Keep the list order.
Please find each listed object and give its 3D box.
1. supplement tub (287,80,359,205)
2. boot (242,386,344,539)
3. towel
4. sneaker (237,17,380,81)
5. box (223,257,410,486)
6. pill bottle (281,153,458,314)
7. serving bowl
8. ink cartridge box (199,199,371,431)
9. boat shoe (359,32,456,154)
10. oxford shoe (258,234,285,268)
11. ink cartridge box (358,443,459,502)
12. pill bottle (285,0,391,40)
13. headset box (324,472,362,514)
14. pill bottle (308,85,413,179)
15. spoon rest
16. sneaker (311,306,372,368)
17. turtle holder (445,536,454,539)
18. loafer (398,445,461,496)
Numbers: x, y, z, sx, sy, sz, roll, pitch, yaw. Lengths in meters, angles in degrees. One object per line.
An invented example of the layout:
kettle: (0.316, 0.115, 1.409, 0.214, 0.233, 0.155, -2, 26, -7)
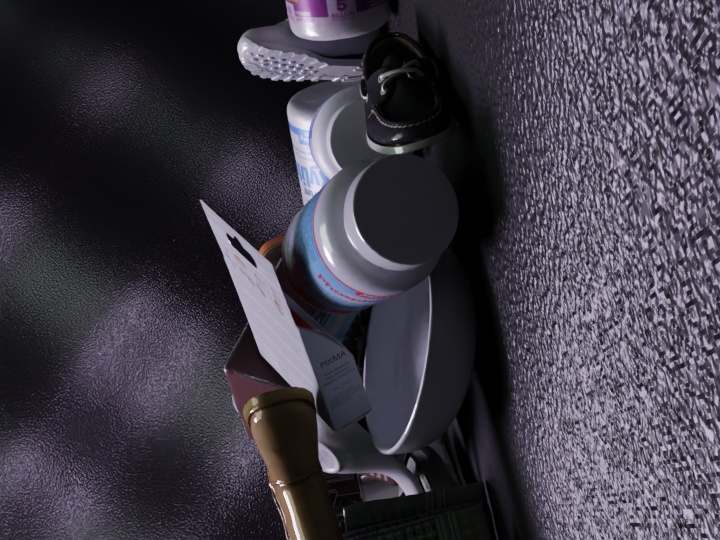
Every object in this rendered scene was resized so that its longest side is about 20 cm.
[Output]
supplement tub: (-0.019, -0.137, 1.169, 0.132, 0.131, 0.201, -107, 7, -60)
boot: (-0.042, 0.222, 0.792, 0.176, 0.066, 0.201, 81, 170, -60)
towel: (0.056, 0.321, 0.876, 0.035, 0.191, 0.201, 112, 147, -72)
sneaker: (-0.057, -0.264, 1.016, 0.076, 0.199, 0.081, -8, 89, 48)
box: (-0.024, 0.117, 1.026, 0.166, 0.199, 0.165, 85, -155, -53)
pill bottle: (0.005, -0.028, 0.729, 0.200, 0.108, 0.110, 150, 109, -72)
serving bowl: (0.060, 0.068, 0.811, 0.200, 0.065, 0.202, -171, 90, -77)
ink cartridge box: (-0.070, 0.034, 0.836, 0.162, 0.057, 0.201, 37, 147, 49)
boat shoe: (0.035, -0.152, 0.741, 0.200, 0.073, 0.061, -89, -14, -63)
oxford shoe: (-0.027, -0.022, 1.104, 0.073, 0.199, 0.072, -113, 2, -61)
ink cartridge box: (0.072, 0.334, 1.182, 0.125, 0.127, 0.202, -110, 11, -71)
pill bottle: (-0.034, -0.345, 0.897, 0.112, 0.111, 0.201, -107, 6, -60)
headset box: (-0.031, 0.333, 1.178, 0.149, 0.074, 0.201, 85, 175, -49)
pill bottle: (0.000, -0.144, 0.973, 0.200, 0.111, 0.113, -123, 22, -80)
spoon rest: (0.002, 0.208, 0.947, 0.200, 0.061, 0.099, 48, 141, -8)
sneaker: (0.000, 0.000, 0.940, 0.201, 0.086, 0.078, -60, -36, -13)
turtle holder: (0.088, 0.345, 0.773, 0.131, 0.140, 0.187, 22, 102, 41)
loafer: (0.072, 0.256, 1.031, 0.200, 0.069, 0.071, -148, 56, -64)
